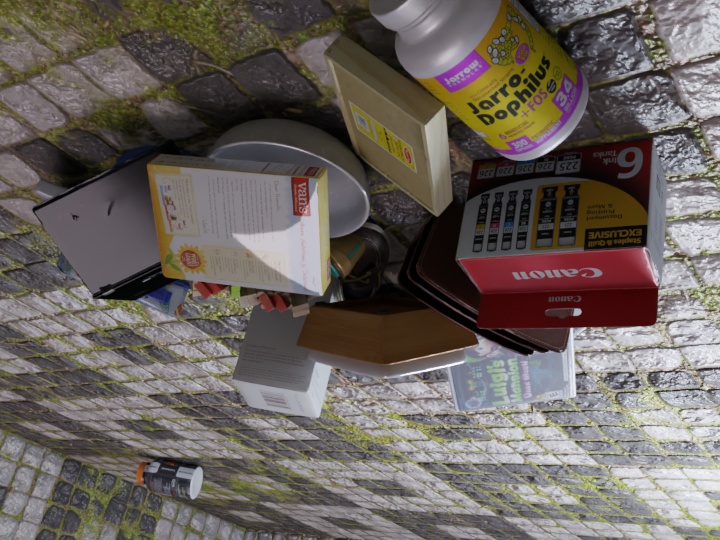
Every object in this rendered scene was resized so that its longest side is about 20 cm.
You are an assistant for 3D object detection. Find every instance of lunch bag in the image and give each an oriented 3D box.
[{"bbox_3d":[-0.357,0.006,1.276,0.199,0.076,0.160,25,174,-28],"label":"lunch bag"}]

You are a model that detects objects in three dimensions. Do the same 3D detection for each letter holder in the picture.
[{"bbox_3d":[0.148,0.032,1.008,0.199,0.143,0.101,29,137,-5],"label":"letter holder"}]

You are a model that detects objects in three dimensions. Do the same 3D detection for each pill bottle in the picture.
[{"bbox_3d":[-0.620,0.670,2.694,0.199,0.107,0.106,8,153,10],"label":"pill bottle"},{"bbox_3d":[0.101,-0.186,0.713,0.200,0.105,0.104,32,147,-34],"label":"pill bottle"}]

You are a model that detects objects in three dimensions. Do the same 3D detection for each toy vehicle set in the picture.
[{"bbox_3d":[0.033,-0.136,0.826,0.124,0.027,0.200,40,170,19],"label":"toy vehicle set"}]

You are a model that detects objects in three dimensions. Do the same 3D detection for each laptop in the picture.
[{"bbox_3d":[-0.265,-0.053,1.050,0.186,0.116,0.200,-25,174,4],"label":"laptop"}]

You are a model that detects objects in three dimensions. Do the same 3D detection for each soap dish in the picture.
[{"bbox_3d":[0.032,0.080,1.092,0.157,0.082,0.200,-7,-174,-35],"label":"soap dish"}]

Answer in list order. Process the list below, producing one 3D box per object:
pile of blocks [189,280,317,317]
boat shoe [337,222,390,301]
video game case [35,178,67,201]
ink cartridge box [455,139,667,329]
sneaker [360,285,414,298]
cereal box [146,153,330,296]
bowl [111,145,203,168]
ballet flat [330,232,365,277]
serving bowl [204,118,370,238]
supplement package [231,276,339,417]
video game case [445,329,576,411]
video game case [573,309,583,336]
[{"bbox_3d":[-0.124,0.015,1.047,0.199,0.062,0.082,10,132,-34],"label":"pile of blocks"},{"bbox_3d":[0.000,0.000,1.168,0.071,0.060,0.200,12,153,2],"label":"boat shoe"},{"bbox_3d":[-0.348,-0.060,1.178,0.199,0.023,0.182,24,168,-8],"label":"video game case"},{"bbox_3d":[0.211,-0.034,0.880,0.199,0.176,0.084,-4,148,29],"label":"ink cartridge box"},{"bbox_3d":[0.082,0.074,1.259,0.199,0.074,0.082,4,151,18],"label":"sneaker"},{"bbox_3d":[-0.133,-0.051,0.932,0.199,0.040,0.145,7,119,12],"label":"cereal box"},{"bbox_3d":[-0.238,-0.096,1.112,0.199,0.040,0.201,11,153,5],"label":"bowl"},{"bbox_3d":[-0.058,-0.035,1.111,0.200,0.063,0.069,21,151,54],"label":"ballet flat"},{"bbox_3d":[-0.080,-0.115,0.975,0.199,0.066,0.200,11,153,6],"label":"serving bowl"},{"bbox_3d":[-0.101,0.101,1.253,0.117,0.201,0.117,7,153,11],"label":"supplement package"},{"bbox_3d":[0.210,0.125,1.179,0.181,0.023,0.201,-8,134,8],"label":"video game case"},{"bbox_3d":[0.207,0.071,1.167,0.181,0.036,0.200,24,130,-23],"label":"video game case"}]
